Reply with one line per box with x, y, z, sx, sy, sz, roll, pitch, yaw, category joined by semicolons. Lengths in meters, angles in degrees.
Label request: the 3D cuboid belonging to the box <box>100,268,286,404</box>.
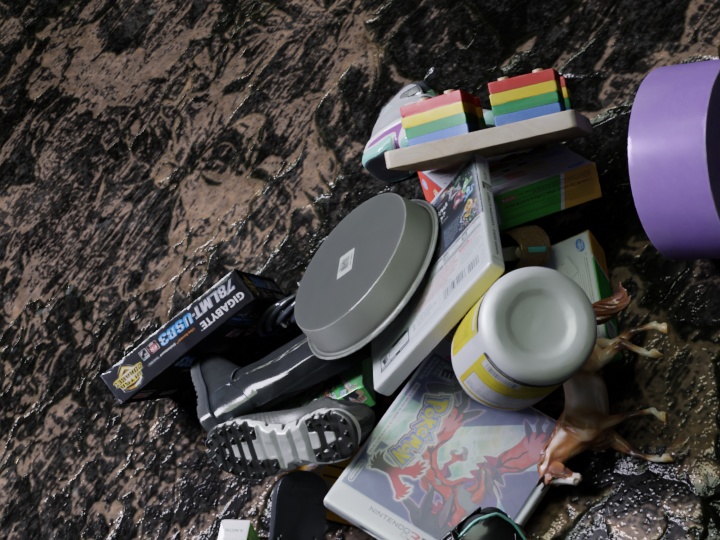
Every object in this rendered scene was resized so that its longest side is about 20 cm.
-0.190;0.080;1.916;0.198;0.200;0.050;-39;81;5;box

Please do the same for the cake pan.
0.000;0.000;1.704;0.200;0.037;0.200;-41;27;26;cake pan

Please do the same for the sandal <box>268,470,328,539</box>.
-0.064;0.304;1.656;0.043;0.076;0.200;149;121;-66;sandal

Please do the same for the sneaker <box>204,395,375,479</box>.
-0.067;0.172;1.698;0.200;0.067;0.090;-12;5;32;sneaker

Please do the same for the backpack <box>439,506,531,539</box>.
0.124;0.334;1.458;0.176;0.153;0.200;-42;78;-2;backpack

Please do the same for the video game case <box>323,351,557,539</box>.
0.092;0.201;1.634;0.182;0.023;0.200;29;67;20;video game case

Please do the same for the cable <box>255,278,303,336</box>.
-0.036;0.020;1.902;0.200;0.051;0.163;-38;-2;-44;cable

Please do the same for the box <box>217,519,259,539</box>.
-0.127;0.373;1.640;0.036;0.144;0.200;2;54;15;box

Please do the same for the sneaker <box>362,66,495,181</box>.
0.095;-0.198;2.005;0.200;0.078;0.140;-12;50;30;sneaker

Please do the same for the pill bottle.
0.149;0.073;1.564;0.112;0.112;0.200;-58;-1;-17;pill bottle

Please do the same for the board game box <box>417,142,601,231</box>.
0.161;-0.098;1.802;0.153;0.040;0.200;-18;18;-6;board game box

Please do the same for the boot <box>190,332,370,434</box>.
-0.087;0.096;1.804;0.200;0.066;0.165;-34;28;7;boot

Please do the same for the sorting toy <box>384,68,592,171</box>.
0.136;-0.160;1.732;0.199;0.200;0.070;-12;90;13;sorting toy

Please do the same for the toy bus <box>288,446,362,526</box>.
-0.001;0.228;1.726;0.200;0.065;0.078;7;62;41;toy bus

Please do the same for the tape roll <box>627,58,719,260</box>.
0.351;-0.111;1.635;0.085;0.200;0.200;-4;54;37;tape roll

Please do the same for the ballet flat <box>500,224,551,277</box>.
0.106;-0.011;1.748;0.200;0.072;0.068;-6;92;31;ballet flat

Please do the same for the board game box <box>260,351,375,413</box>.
-0.048;0.123;1.822;0.135;0.029;0.200;-28;21;12;board game box

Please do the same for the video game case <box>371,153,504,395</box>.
0.073;0.003;1.661;0.200;0.023;0.182;-50;26;31;video game case

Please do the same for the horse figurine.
0.239;0.116;1.604;0.132;0.050;0.200;-6;77;27;horse figurine

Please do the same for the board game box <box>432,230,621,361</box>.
0.172;0.059;1.741;0.200;0.040;0.153;-22;44;22;board game box
